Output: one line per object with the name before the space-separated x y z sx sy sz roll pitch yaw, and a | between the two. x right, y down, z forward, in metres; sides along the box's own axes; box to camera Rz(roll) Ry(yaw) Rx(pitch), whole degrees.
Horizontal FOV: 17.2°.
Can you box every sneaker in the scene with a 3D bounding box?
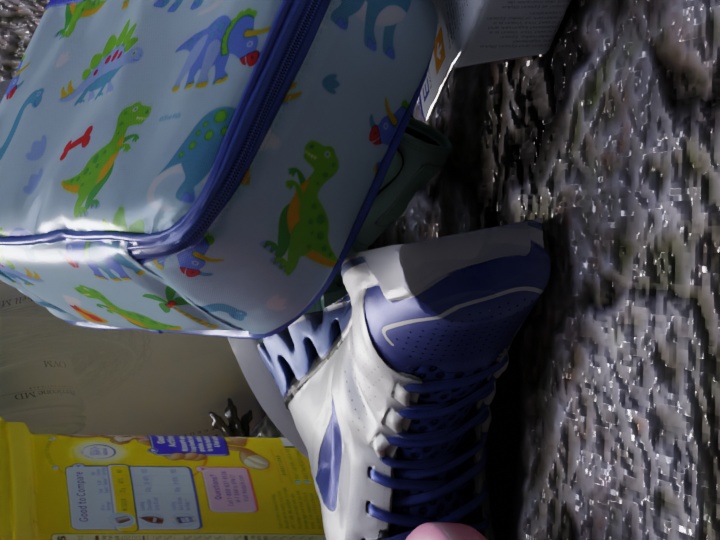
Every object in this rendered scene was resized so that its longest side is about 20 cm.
sneaker | 0.027 0.057 0.910 0.199 0.080 0.116 138 119 -65
sneaker | 0.000 0.000 1.031 0.201 0.118 0.074 60 -158 -13

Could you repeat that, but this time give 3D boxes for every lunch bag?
lunch bag | -0.069 -0.059 0.922 0.200 0.082 0.161 2 61 53

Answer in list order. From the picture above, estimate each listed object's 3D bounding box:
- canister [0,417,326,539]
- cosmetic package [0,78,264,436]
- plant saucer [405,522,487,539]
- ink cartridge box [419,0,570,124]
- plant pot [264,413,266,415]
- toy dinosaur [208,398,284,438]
canister | -0.080 0.131 1.086 0.149 0.199 0.087 -112 26 -64
cosmetic package | -0.164 0.010 1.253 0.200 0.198 0.123 82 176 -53
plant saucer | 0.044 0.190 0.836 0.200 0.051 0.202 -179 90 -78
ink cartridge box | 0.051 -0.186 0.873 0.200 0.043 0.197 111 155 -62
plant pot | -0.118 0.166 1.363 0.179 0.199 0.201 80 180 -47
toy dinosaur | -0.033 0.102 1.218 0.088 0.047 0.201 -15 73 51
